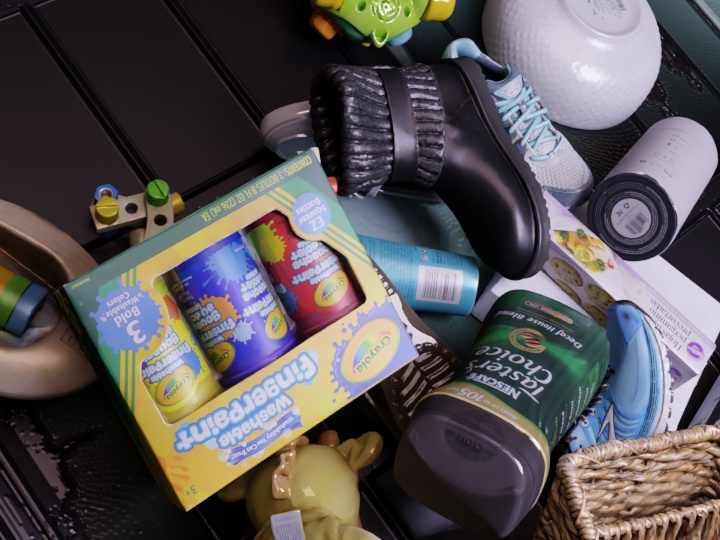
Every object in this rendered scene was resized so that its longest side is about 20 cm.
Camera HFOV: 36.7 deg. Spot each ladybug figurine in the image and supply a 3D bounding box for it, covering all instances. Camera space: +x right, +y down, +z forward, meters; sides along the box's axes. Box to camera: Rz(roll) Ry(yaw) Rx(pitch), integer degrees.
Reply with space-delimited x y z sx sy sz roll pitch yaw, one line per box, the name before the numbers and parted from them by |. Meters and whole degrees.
ladybug figurine | -0.262 0.025 0.780 0.198 0.072 0.137 32 57 -3

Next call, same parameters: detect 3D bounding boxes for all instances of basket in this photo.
basket | 0.224 0.214 0.762 0.197 0.151 0.143 -1 30 -33

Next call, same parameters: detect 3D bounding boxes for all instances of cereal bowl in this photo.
cereal bowl | 0.226 -0.251 1.112 0.196 0.084 0.203 9 60 -16

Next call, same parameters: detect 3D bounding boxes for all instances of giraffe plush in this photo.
giraffe plush | -0.044 0.193 0.746 0.169 0.203 0.163 7 27 -4

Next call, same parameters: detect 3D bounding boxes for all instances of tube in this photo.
tube | 0.000 0.000 0.915 0.196 0.051 0.079 9 64 -12

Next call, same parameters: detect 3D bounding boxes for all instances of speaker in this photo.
speaker | 0.273 -0.080 1.001 0.081 0.081 0.200 44 34 5

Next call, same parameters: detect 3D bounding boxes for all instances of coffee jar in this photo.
coffee jar | 0.104 0.099 0.784 0.103 0.086 0.200 24 37 17

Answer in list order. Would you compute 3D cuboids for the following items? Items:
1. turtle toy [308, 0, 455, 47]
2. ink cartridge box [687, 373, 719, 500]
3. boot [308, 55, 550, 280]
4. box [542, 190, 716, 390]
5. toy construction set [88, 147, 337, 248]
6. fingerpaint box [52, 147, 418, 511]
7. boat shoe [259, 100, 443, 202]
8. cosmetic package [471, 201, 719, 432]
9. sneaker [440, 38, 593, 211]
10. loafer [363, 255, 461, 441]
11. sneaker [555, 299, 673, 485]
turtle toy | 0.000 -0.291 1.030 0.143 0.101 0.203 2 63 -22
ink cartridge box | 0.359 0.172 0.942 0.144 0.084 0.200 42 57 3
boot | 0.053 -0.077 0.892 0.156 0.079 0.214 -14 72 -35
box | 0.214 0.016 0.933 0.200 0.042 0.039 43 58 3
toy construction set | -0.109 -0.023 0.850 0.196 0.093 0.133 -12 64 -4
fingerpaint box | -0.084 0.038 0.756 0.198 0.073 0.169 -30 96 -21
boat shoe | 0.007 -0.096 0.958 0.197 0.072 0.070 10 59 -27
cosmetic package | 0.217 0.037 0.976 0.199 0.052 0.151 38 55 1
sneaker | 0.133 -0.132 0.983 0.077 0.087 0.200 -33 61 -22
loafer | 0.027 0.070 0.871 0.075 0.067 0.202 -34 98 -17
sneaker | 0.195 0.124 0.875 0.088 0.078 0.204 8 90 -2
